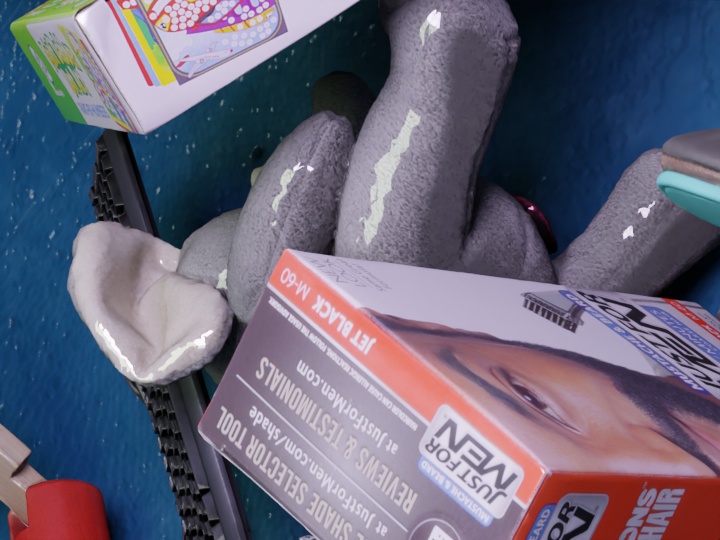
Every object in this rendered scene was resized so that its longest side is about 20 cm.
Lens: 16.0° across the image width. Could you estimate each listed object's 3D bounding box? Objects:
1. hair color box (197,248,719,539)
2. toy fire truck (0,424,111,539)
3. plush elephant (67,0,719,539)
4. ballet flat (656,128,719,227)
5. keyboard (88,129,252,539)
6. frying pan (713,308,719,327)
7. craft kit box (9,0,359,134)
[{"bbox_3d":[0.065,0.054,0.728,0.111,0.199,0.064,39,112,36],"label":"hair color box"},{"bbox_3d":[-0.163,0.138,1.019,0.176,0.128,0.201,-34,54,34],"label":"toy fire truck"},{"bbox_3d":[0.000,0.000,0.850,0.155,0.164,0.201,30,95,50],"label":"plush elephant"},{"bbox_3d":[0.177,-0.008,0.690,0.199,0.068,0.069,30,89,27],"label":"ballet flat"},{"bbox_3d":[-0.069,0.054,0.943,0.127,0.020,0.201,94,160,-60],"label":"keyboard"},{"bbox_3d":[0.142,0.011,0.812,0.115,0.031,0.191,-41,59,29],"label":"frying pan"},{"bbox_3d":[-0.011,-0.113,0.808,0.049,0.197,0.200,61,171,-10],"label":"craft kit box"}]
